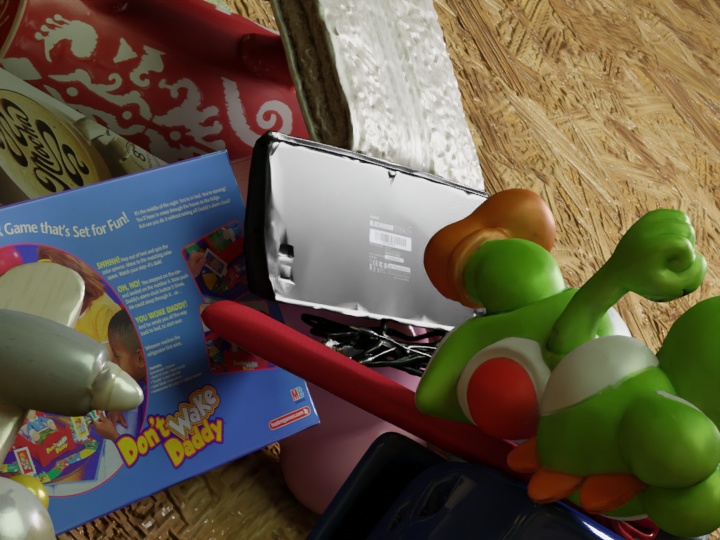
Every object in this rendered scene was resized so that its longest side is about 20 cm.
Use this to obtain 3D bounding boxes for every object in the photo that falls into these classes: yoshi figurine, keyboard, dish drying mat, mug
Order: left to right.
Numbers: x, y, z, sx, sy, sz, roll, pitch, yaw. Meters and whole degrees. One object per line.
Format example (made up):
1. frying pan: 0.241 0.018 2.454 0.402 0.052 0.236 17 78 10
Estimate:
1. mug: -0.115 -0.118 1.067 0.199 0.178 0.134 22 18 -35
2. keyboard: 0.000 0.000 0.937 0.199 0.039 0.105 12 77 -53
3. dish drying mat: 0.028 0.063 0.817 0.199 0.018 0.077 26 -4 24
4. yoshi figurine: 0.100 0.034 0.719 0.112 0.113 0.200 27 6 -25

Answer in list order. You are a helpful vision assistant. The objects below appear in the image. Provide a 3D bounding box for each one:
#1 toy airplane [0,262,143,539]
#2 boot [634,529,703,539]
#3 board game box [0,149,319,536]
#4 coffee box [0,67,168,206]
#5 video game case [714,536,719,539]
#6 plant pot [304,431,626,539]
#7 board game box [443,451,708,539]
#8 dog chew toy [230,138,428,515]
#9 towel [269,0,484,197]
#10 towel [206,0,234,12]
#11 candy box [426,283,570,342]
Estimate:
1. toy airplane: -0.154 0.098 0.673 0.198 0.141 0.202 -8 74 -35
2. boot: 0.159 0.207 0.991 0.198 0.140 0.077 16 -12 15
3. board game box: -0.117 0.034 0.844 0.199 0.045 0.136 -18 89 -48
4. coffee box: -0.176 -0.031 0.927 0.199 0.080 0.114 30 29 -35
5. video game case: 0.265 0.281 1.223 0.200 0.045 0.181 48 24 4
6. plant pot: 0.050 0.191 0.788 0.199 0.201 0.180 35 -3 -23
7. board game box: 0.123 0.118 1.071 0.134 0.035 0.200 16 -12 14
8. dog chew toy: -0.020 0.035 1.018 0.124 0.123 0.202 -31 107 -66
9. towel: 0.002 -0.129 1.007 0.132 0.034 0.202 16 52 -53
10. towel: -0.079 -0.124 1.298 0.200 0.036 0.149 39 23 -17
11. candy box: 0.085 0.044 1.188 0.200 0.061 0.136 45 -21 -5
